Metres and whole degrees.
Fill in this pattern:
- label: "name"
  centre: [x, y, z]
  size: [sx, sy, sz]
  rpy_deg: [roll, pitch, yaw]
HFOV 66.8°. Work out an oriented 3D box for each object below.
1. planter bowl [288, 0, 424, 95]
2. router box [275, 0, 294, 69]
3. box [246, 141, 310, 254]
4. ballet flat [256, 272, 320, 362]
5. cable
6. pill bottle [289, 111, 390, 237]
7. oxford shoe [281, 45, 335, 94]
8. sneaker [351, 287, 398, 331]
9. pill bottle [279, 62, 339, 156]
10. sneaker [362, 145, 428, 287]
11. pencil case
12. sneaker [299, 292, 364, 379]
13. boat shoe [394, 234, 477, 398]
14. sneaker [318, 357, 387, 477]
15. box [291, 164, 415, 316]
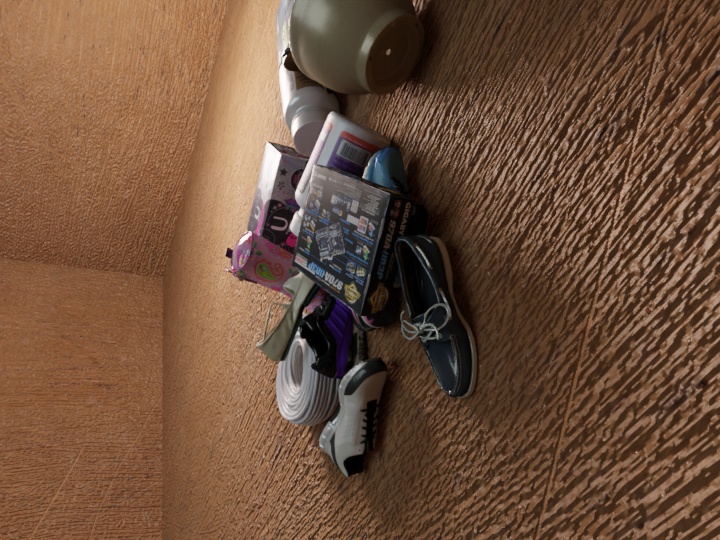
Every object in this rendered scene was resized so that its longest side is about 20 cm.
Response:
- label: "planter bowl"
  centre: [0.010, -0.349, 0.819]
  size: [0.135, 0.199, 0.202]
  rpy_deg: [44, 127, 26]
- label: "router box"
  centre: [-0.154, -0.609, 1.336]
  size: [0.150, 0.061, 0.203]
  rpy_deg: [-47, 42, 51]
- label: "box"
  centre: [-0.157, -0.150, 1.155]
  size: [0.132, 0.113, 0.203]
  rpy_deg: [47, 124, 58]
- label: "ballet flat"
  centre: [-0.115, 0.056, 0.925]
  size: [0.202, 0.069, 0.069]
  rpy_deg: [-63, 26, -7]
- label: "cable"
  centre: [-0.092, 0.174, 0.981]
  size: [0.200, 0.068, 0.203]
  rpy_deg: [-32, 55, 58]
- label: "pill bottle"
  centre: [-0.040, -0.142, 0.891]
  size: [0.202, 0.110, 0.112]
  rpy_deg: [-63, 31, 16]
- label: "oxford shoe"
  centre: [-0.072, -0.372, 1.002]
  size: [0.198, 0.072, 0.086]
  rpy_deg: [14, 92, 32]
- label: "sneaker"
  centre: [0.000, 0.000, 0.838]
  size: [0.086, 0.079, 0.203]
  rpy_deg: [134, 139, -56]
- label: "pill bottle"
  centre: [-0.100, -0.332, 1.091]
  size: [0.115, 0.113, 0.202]
  rpy_deg: [-52, 39, 45]
- label: "sneaker"
  centre: [0.062, -0.082, 0.762]
  size: [0.089, 0.078, 0.203]
  rpy_deg: [-23, 69, 45]
- label: "pencil case"
  centre: [-0.141, 0.005, 0.983]
  size: [0.087, 0.199, 0.088]
  rpy_deg: [-34, 43, 38]
- label: "sneaker"
  centre: [-0.050, 0.076, 0.886]
  size: [0.070, 0.098, 0.203]
  rpy_deg: [-47, 40, 49]
- label: "boat shoe"
  centre: [0.085, 0.052, 0.648]
  size: [0.075, 0.061, 0.203]
  rpy_deg: [-24, 70, 49]
- label: "sneaker"
  centre: [0.003, 0.214, 0.796]
  size: [0.080, 0.073, 0.202]
  rpy_deg: [46, 129, 41]
- label: "box"
  centre: [-0.019, -0.049, 0.758]
  size: [0.199, 0.045, 0.161]
  rpy_deg: [31, 111, 51]
